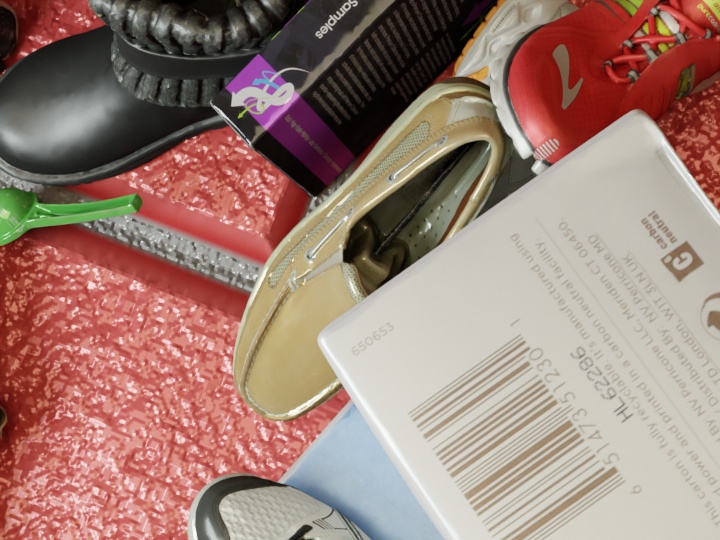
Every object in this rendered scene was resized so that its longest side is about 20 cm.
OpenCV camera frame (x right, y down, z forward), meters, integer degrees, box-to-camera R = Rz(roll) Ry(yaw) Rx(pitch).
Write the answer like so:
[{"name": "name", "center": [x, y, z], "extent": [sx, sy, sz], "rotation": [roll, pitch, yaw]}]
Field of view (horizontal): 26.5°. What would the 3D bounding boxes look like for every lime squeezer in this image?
[{"name": "lime squeezer", "center": [-0.206, -0.046, 0.827], "extent": [0.199, 0.038, 0.071], "rotation": [18, 129, 10]}]

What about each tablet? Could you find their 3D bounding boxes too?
[{"name": "tablet", "center": [0.056, 0.146, 0.786], "extent": [0.200, 0.014, 0.130], "rotation": [43, 92, 12]}]

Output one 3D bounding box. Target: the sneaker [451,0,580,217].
[{"name": "sneaker", "center": [0.064, -0.050, 0.777], "extent": [0.092, 0.076, 0.200], "rotation": [37, 93, 6]}]

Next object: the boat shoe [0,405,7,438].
[{"name": "boat shoe", "center": [-0.229, 0.077, 0.812], "extent": [0.073, 0.076, 0.202], "rotation": [-5, 84, 6]}]

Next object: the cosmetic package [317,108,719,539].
[{"name": "cosmetic package", "center": [0.100, 0.064, 0.682], "extent": [0.166, 0.200, 0.168], "rotation": [-35, 78, -3]}]

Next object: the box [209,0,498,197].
[{"name": "box", "center": [0.023, -0.127, 0.755], "extent": [0.200, 0.143, 0.036], "rotation": [-44, 78, 2]}]

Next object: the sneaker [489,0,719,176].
[{"name": "sneaker", "center": [0.135, -0.110, 0.713], "extent": [0.200, 0.085, 0.077], "rotation": [-37, 90, -39]}]

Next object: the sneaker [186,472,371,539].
[{"name": "sneaker", "center": [0.002, 0.162, 0.735], "extent": [0.200, 0.088, 0.076], "rotation": [39, 67, 8]}]

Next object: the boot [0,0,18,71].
[{"name": "boot", "center": [-0.217, -0.146, 0.794], "extent": [0.199, 0.151, 0.074], "rotation": [-15, 81, 9]}]

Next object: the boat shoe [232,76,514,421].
[{"name": "boat shoe", "center": [0.000, 0.000, 0.717], "extent": [0.071, 0.076, 0.201], "rotation": [29, 112, -12]}]

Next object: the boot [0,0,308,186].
[{"name": "boot", "center": [-0.118, -0.111, 0.769], "extent": [0.210, 0.158, 0.080], "rotation": [-18, 81, 7]}]
